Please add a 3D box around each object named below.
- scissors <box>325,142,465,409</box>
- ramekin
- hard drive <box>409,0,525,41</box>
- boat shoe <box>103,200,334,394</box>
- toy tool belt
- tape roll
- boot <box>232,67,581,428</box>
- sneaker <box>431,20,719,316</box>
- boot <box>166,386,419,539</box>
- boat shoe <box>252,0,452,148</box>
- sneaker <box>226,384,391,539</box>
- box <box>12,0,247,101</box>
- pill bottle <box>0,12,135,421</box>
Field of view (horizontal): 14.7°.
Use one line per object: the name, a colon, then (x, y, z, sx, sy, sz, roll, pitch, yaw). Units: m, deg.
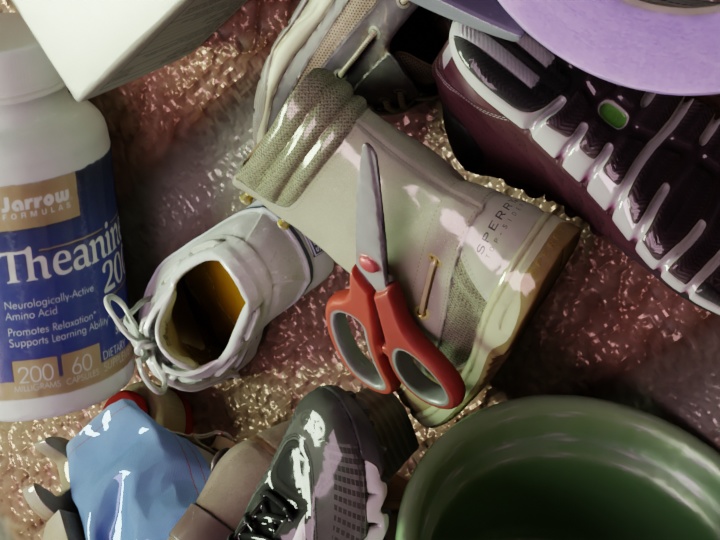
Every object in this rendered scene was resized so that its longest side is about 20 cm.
scissors: (0.000, 0.000, 1.255, 0.073, 0.014, 0.200, 24, 153, 32)
ramekin: (0.101, 0.166, 1.302, 0.200, 0.200, 0.098, 40, 138, 17)
hard drive: (0.014, -0.191, 1.224, 0.199, 0.135, 0.042, 31, 161, 6)
boat shoe: (-0.088, 0.028, 1.438, 0.075, 0.086, 0.202, 56, 149, 0)
toy tool belt: (-0.114, 0.125, 1.461, 0.125, 0.123, 0.200, -45, 50, 19)
tape roll: (0.139, -0.172, 1.115, 0.199, 0.085, 0.201, 2, 98, 17)
boot: (0.011, -0.010, 1.321, 0.154, 0.072, 0.200, 34, 155, 3)
sneaker: (0.112, -0.046, 1.282, 0.200, 0.076, 0.115, 44, 161, -4)
boot: (-0.018, 0.154, 1.390, 0.070, 0.146, 0.201, 25, 148, 50)
boat shoe: (0.007, -0.105, 1.323, 0.073, 0.074, 0.201, 37, 134, 17)
sneaker: (-0.045, 0.146, 1.280, 0.066, 0.090, 0.201, 41, 125, 44)
box: (-0.078, -0.171, 1.348, 0.200, 0.095, 0.078, -37, 85, 43)
pill bottle: (-0.184, -0.030, 1.493, 0.111, 0.111, 0.201, 10, 115, 36)
